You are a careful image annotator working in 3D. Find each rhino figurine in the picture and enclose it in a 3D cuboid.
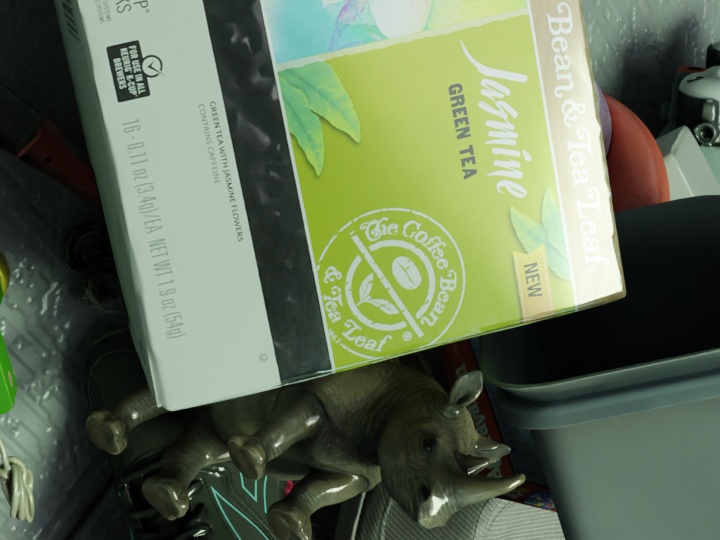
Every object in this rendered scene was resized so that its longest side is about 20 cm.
[{"bbox_3d":[-0.014,0.065,0.858,0.087,0.199,0.060,-42,126,-37],"label":"rhino figurine"}]

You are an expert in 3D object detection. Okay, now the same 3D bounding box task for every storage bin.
[{"bbox_3d":[0.135,0.064,0.916,0.144,0.200,0.136,-12,108,7],"label":"storage bin"}]

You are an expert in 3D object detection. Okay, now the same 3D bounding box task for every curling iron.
[{"bbox_3d":[-0.142,-0.046,0.890,0.050,0.025,0.200,-56,135,-17],"label":"curling iron"}]

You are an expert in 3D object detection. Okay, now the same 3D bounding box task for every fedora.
[{"bbox_3d":[0.073,0.147,1.097,0.199,0.090,0.179,12,79,-54],"label":"fedora"}]

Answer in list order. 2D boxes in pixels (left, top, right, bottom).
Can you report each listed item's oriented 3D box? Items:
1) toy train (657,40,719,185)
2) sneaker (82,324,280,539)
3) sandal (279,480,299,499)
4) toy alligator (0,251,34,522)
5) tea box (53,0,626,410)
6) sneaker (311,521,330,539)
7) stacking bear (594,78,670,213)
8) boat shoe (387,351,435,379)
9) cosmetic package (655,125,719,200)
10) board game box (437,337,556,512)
[{"bbox_3d":[0.196,-0.024,1.173,0.114,0.084,0.202,-44,140,-64],"label":"toy train"},{"bbox_3d":[-0.066,0.115,0.933,0.201,0.075,0.079,61,17,2],"label":"sneaker"},{"bbox_3d":[-0.047,0.118,1.014,0.045,0.075,0.202,8,98,-38],"label":"sandal"},{"bbox_3d":[-0.173,0.021,0.872,0.054,0.059,0.202,-2,119,2],"label":"toy alligator"},{"bbox_3d":[-0.015,-0.076,0.852,0.195,0.134,0.202,-15,107,-9],"label":"tea box"},{"bbox_3d":[-0.033,0.231,1.049,0.074,0.106,0.202,16,93,-46],"label":"sneaker"},{"bbox_3d":[0.044,-0.089,0.999,0.200,0.121,0.115,41,36,-41],"label":"stacking bear"},{"bbox_3d":[0.000,0.000,1.000,0.064,0.072,0.201,-24,128,9],"label":"boat shoe"},{"bbox_3d":[0.171,0.037,1.100,0.201,0.101,0.074,61,21,-8],"label":"cosmetic package"},{"bbox_3d":[0.097,0.072,1.053,0.200,0.019,0.104,22,46,-58],"label":"board game box"}]
